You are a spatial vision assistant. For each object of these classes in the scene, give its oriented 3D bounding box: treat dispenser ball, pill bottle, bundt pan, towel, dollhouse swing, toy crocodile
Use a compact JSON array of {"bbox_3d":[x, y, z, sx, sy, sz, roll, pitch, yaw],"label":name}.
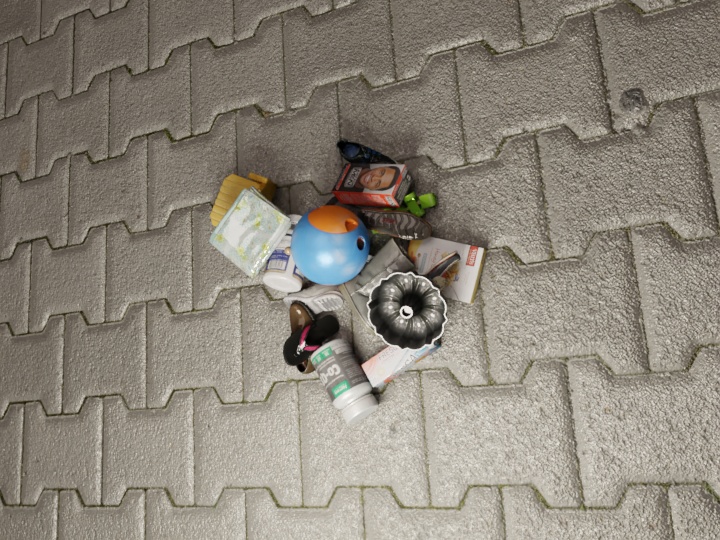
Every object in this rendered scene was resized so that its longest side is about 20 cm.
[{"bbox_3d":[-0.076,-0.063,1.610,0.200,0.201,0.202,-4,79,24],"label":"treat dispenser ball"},{"bbox_3d":[-0.197,-0.050,1.788,0.110,0.111,0.201,2,66,25],"label":"pill bottle"},{"bbox_3d":[0.120,0.089,1.554,0.200,0.076,0.203,6,109,17],"label":"bundt pan"},{"bbox_3d":[-0.301,-0.109,1.747,0.171,0.048,0.200,38,97,18],"label":"towel"},{"bbox_3d":[-0.368,-0.196,1.880,0.175,0.182,0.201,22,91,6],"label":"dollhouse swing"},{"bbox_3d":[-0.039,0.288,1.666,0.113,0.113,0.201,-37,68,14],"label":"pill bottle"},{"bbox_3d":[0.110,-0.156,1.708,0.199,0.062,0.068,-29,97,23],"label":"toy crocodile"}]

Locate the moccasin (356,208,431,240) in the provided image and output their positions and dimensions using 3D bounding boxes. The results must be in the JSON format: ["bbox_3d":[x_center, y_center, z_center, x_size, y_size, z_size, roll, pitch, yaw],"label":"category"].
[{"bbox_3d":[0.089,-0.118,1.657,0.200,0.078,0.074,6,95,21],"label":"moccasin"}]

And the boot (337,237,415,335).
[{"bbox_3d":[0.059,0.042,1.641,0.199,0.073,0.182,-35,79,7],"label":"boot"}]

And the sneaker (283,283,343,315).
[{"bbox_3d":[-0.123,0.075,1.780,0.199,0.075,0.082,-7,42,29],"label":"sneaker"}]

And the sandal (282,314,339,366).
[{"bbox_3d":[-0.128,0.177,1.692,0.075,0.200,0.045,56,144,-5],"label":"sandal"}]

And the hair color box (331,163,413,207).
[{"bbox_3d":[0.031,-0.229,1.703,0.199,0.061,0.102,8,64,36],"label":"hair color box"}]

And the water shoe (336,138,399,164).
[{"bbox_3d":[0.015,-0.305,1.765,0.199,0.079,0.072,26,93,26],"label":"water shoe"}]

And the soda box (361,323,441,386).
[{"bbox_3d":[0.104,0.221,1.641,0.200,0.064,0.069,-37,68,15],"label":"soda box"}]

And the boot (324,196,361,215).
[{"bbox_3d":[-0.066,-0.116,1.739,0.131,0.070,0.200,26,66,27],"label":"boot"}]

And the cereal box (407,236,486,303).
[{"bbox_3d":[0.211,-0.006,1.645,0.199,0.039,0.145,13,88,26],"label":"cereal box"}]

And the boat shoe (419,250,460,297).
[{"bbox_3d":[0.181,0.031,1.594,0.200,0.071,0.063,-44,79,19],"label":"boat shoe"}]

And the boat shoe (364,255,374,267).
[{"bbox_3d":[0.000,0.000,1.722,0.199,0.071,0.092,14,88,25],"label":"boat shoe"}]

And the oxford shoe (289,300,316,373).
[{"bbox_3d":[-0.159,0.182,1.730,0.072,0.084,0.201,-15,89,25],"label":"oxford shoe"}]

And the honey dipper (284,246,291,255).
[{"bbox_3d":[-0.143,-0.039,1.722,0.038,0.200,0.038,-6,79,30],"label":"honey dipper"}]
